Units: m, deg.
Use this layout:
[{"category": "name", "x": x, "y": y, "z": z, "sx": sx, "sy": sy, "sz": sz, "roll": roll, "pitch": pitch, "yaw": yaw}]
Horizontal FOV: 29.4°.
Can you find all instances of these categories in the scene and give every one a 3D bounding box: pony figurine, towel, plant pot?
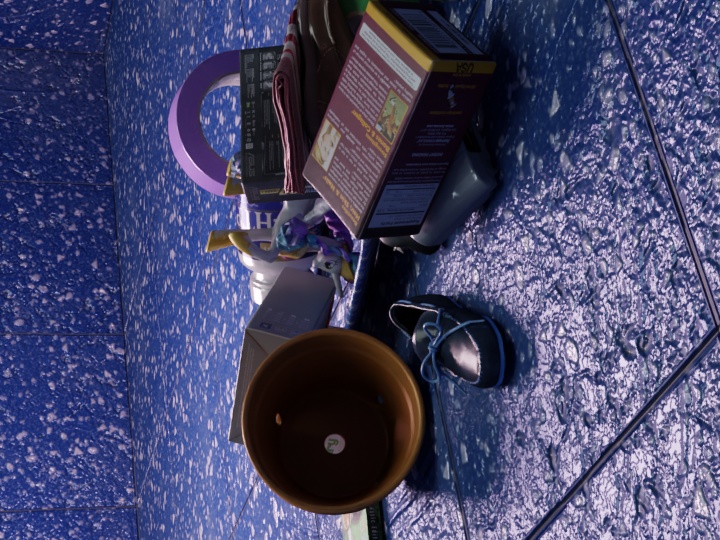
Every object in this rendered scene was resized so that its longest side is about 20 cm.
[{"category": "pony figurine", "x": -0.075, "y": -0.081, "z": 1.718, "sx": 0.167, "sy": 0.198, "sz": 0.195, "roll": 145, "pitch": 140, "yaw": -76}, {"category": "towel", "x": 0.000, "y": 0.000, "z": 1.600, "sx": 0.145, "sy": 0.024, "sz": 0.202, "roll": -71, "pitch": -7, "yaw": -59}, {"category": "towel", "x": -0.072, "y": -0.192, "z": 1.504, "sx": 0.201, "sy": 0.022, "sz": 0.145, "roll": -85, "pitch": -9, "yaw": -58}, {"category": "plant pot", "x": -0.030, "y": 0.181, "z": 1.533, "sx": 0.140, "sy": 0.198, "sz": 0.202, "roll": 94, "pitch": 171, "yaw": -70}]

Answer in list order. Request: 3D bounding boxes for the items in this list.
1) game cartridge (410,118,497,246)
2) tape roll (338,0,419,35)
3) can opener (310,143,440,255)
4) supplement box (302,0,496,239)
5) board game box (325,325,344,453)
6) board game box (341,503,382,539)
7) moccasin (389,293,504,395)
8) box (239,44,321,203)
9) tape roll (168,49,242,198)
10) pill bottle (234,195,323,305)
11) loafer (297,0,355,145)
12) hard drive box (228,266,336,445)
[{"category": "game cartridge", "x": 0.059, "y": -0.134, "z": 1.384, "sx": 0.133, "sy": 0.041, "sz": 0.201, "roll": -43, "pitch": 61, "yaw": 41}, {"category": "tape roll", "x": 0.022, "y": -0.213, "z": 1.518, "sx": 0.200, "sy": 0.048, "sz": 0.202, "roll": 34, "pitch": 130, "yaw": 54}, {"category": "can opener", "x": 0.019, "y": -0.085, "z": 1.490, "sx": 0.200, "sy": 0.063, "sz": 0.079, "roll": 41, "pitch": 101, "yaw": 36}, {"category": "supplement box", "x": 0.033, "y": -0.143, "z": 1.317, "sx": 0.110, "sy": 0.085, "sz": 0.201, "roll": 49, "pitch": 129, "yaw": 36}, {"category": "board game box", "x": -0.038, "y": 0.184, "z": 1.721, "sx": 0.126, "sy": 0.034, "sz": 0.202, "roll": -124, "pitch": 44, "yaw": -72}, {"category": "board game box", "x": -0.001, "y": 0.293, "z": 1.676, "sx": 0.105, "sy": 0.023, "sz": 0.202, "roll": 131, "pitch": 138, "yaw": -60}, {"category": "moccasin", "x": 0.081, "y": 0.074, "z": 1.356, "sx": 0.200, "sy": 0.067, "sz": 0.081, "roll": -153, "pitch": 66, "yaw": -70}, {"category": "box", "x": -0.066, "y": -0.183, "z": 1.657, "sx": 0.051, "sy": 0.156, "sz": 0.202, "roll": 78, "pitch": -173, "yaw": -62}, {"category": "tape roll", "x": -0.169, "y": -0.206, "z": 1.941, "sx": 0.066, "sy": 0.198, "sz": 0.202, "roll": 154, "pitch": 116, "yaw": -69}, {"category": "pill bottle", "x": -0.110, "y": -0.059, "z": 1.866, "sx": 0.120, "sy": 0.118, "sz": 0.202, "roll": -133, "pitch": 38, "yaw": -65}, {"category": "loafer", "x": -0.027, "y": -0.235, "z": 1.500, "sx": 0.073, "sy": 0.070, "sz": 0.202, "roll": 40, "pitch": -134, "yaw": -81}, {"category": "hard drive box", "x": -0.095, "y": 0.108, "z": 1.706, "sx": 0.200, "sy": 0.076, "sz": 0.157, "roll": -66, "pitch": -12, "yaw": -65}]
